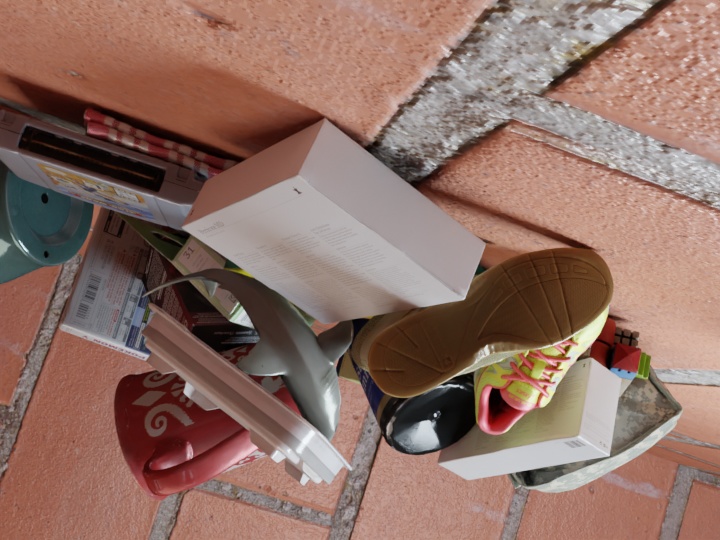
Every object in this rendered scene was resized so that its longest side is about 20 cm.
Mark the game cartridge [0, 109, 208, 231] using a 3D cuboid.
[{"bbox_3d":[-0.226,-0.083,0.894,0.198,0.042,0.133,18,166,-1],"label":"game cartridge"}]

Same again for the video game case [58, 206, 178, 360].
[{"bbox_3d":[-0.256,0.014,1.249,0.181,0.202,0.023,22,147,-19],"label":"video game case"}]

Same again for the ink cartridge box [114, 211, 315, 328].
[{"bbox_3d":[-0.151,-0.008,1.077,0.200,0.048,0.145,42,-173,27],"label":"ink cartridge box"}]

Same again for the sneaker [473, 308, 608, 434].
[{"bbox_3d":[0.158,0.080,0.896,0.077,0.091,0.201,24,136,-2],"label":"sneaker"}]

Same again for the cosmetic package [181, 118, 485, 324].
[{"bbox_3d":[-0.027,-0.026,0.745,0.150,0.052,0.199,33,157,-24],"label":"cosmetic package"}]

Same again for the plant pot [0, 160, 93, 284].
[{"bbox_3d":[-0.385,-0.072,1.023,0.186,0.203,0.200,0,166,24],"label":"plant pot"}]

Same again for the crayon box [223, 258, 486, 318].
[{"bbox_3d":[0.000,0.000,0.954,0.198,0.059,0.172,2,164,28],"label":"crayon box"}]

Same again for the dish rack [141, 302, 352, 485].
[{"bbox_3d":[-0.105,0.118,0.880,0.199,0.044,0.172,33,166,21],"label":"dish rack"}]

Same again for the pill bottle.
[{"bbox_3d":[0.045,0.085,1.065,0.111,0.112,0.201,24,-153,-38],"label":"pill bottle"}]

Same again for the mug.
[{"bbox_3d":[-0.134,0.161,1.037,0.198,0.179,0.134,-19,137,7],"label":"mug"}]

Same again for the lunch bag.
[{"bbox_3d":[0.256,0.181,1.157,0.118,0.199,0.164,56,-174,19],"label":"lunch bag"}]

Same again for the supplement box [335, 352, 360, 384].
[{"bbox_3d":[0.104,0.108,1.279,0.198,0.136,0.199,21,172,-21],"label":"supplement box"}]

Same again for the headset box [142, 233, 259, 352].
[{"bbox_3d":[-0.156,0.043,1.176,0.147,0.076,0.201,1,-145,-29],"label":"headset box"}]

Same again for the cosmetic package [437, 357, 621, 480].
[{"bbox_3d":[0.165,0.152,1.005,0.050,0.083,0.199,30,149,-25],"label":"cosmetic package"}]

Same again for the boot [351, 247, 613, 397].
[{"bbox_3d":[0.090,0.038,0.807,0.198,0.073,0.155,-25,-178,-7],"label":"boot"}]

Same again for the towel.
[{"bbox_3d":[-0.148,-0.089,0.912,0.198,0.030,0.146,19,170,-7],"label":"towel"}]

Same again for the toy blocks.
[{"bbox_3d":[0.200,0.071,1.006,0.198,0.101,0.137,13,161,8],"label":"toy blocks"}]

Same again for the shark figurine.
[{"bbox_3d":[-0.093,0.055,0.882,0.214,0.089,0.129,44,136,12],"label":"shark figurine"}]

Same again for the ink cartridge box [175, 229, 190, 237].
[{"bbox_3d":[-0.119,-0.041,1.111,0.198,0.041,0.200,18,172,3],"label":"ink cartridge box"}]
